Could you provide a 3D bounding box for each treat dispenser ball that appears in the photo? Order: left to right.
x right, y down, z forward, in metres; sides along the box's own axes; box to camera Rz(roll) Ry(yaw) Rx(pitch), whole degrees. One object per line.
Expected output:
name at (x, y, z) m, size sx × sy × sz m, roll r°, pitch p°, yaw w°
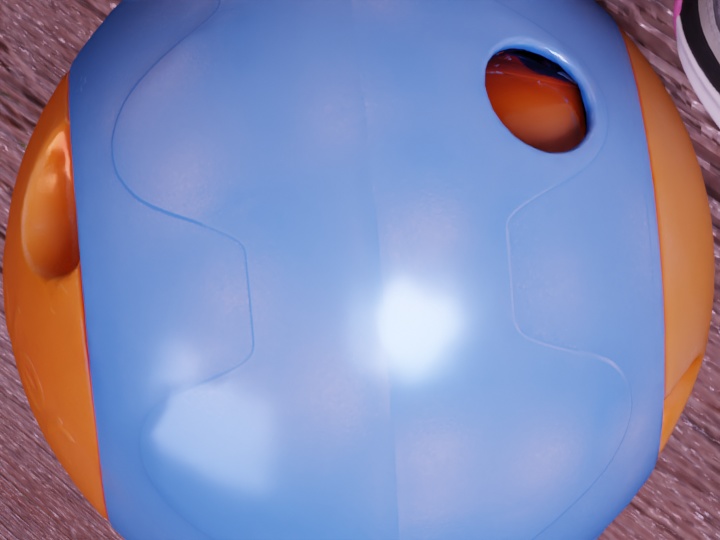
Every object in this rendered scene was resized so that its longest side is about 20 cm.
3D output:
treat dispenser ball at (0.000, 0.000, 0.842) m, size 0.201 × 0.201 × 0.201 m, roll 38°, pitch 160°, yaw 16°

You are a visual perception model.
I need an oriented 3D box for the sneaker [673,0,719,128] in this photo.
sneaker at (0.158, -0.037, 0.650) m, size 0.200 × 0.074 × 0.088 m, roll 32°, pitch 156°, yaw 23°
